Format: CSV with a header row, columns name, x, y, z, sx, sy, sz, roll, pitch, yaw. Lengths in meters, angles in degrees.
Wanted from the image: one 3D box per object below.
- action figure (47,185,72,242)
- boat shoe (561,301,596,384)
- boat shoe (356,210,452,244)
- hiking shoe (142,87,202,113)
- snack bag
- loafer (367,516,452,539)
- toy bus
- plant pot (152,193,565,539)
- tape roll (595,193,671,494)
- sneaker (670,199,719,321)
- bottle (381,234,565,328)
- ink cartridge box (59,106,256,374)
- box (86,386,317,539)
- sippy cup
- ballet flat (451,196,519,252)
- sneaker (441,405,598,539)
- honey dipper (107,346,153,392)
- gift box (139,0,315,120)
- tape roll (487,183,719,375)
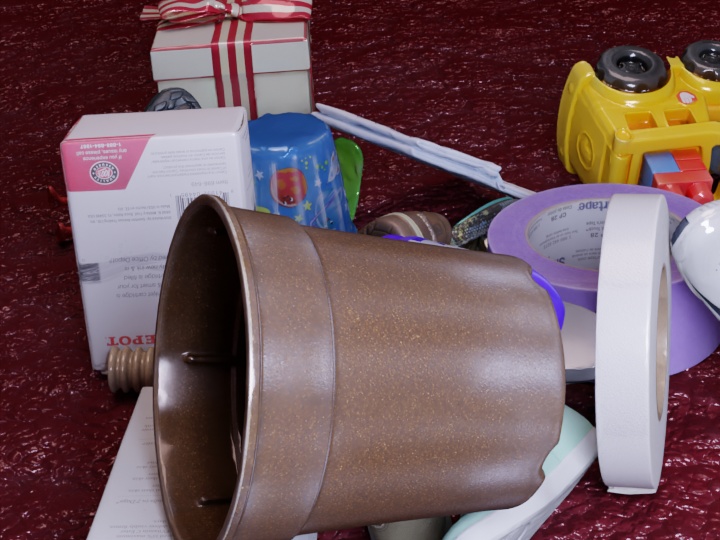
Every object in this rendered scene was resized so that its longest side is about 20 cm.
name,x,y,z,sx,sy,sz,roll,pitch,yaw
action figure,-0.203,-0.086,1.443,0.198,0.099,0.066,-13,69,-19
boat shoe,0.105,0.068,1.133,0.197,0.066,0.072,0,44,20
boat shoe,0.003,0.006,1.195,0.074,0.075,0.201,-23,-1,-41
hiking shoe,-0.181,-0.071,1.289,0.073,0.202,0.087,0,26,-24
snack bag,0.075,-0.107,1.391,0.198,0.022,0.188,19,4,-35
loafer,0.012,0.101,0.994,0.074,0.070,0.201,-22,55,-4
toy bus,0.309,-0.116,1.406,0.197,0.137,0.193,-7,40,-11
plant pot,-0.002,0.063,0.841,0.196,0.203,0.200,3,23,-22
tape roll,0.190,0.049,1.008,0.037,0.205,0.203,1,27,15
sneaker,0.300,0.044,1.047,0.079,0.200,0.130,-31,39,7
bottle,0.051,0.015,1.030,0.199,0.083,0.066,16,75,53
ink cartridge box,-0.155,-0.024,1.198,0.143,0.203,0.085,-3,21,2
box,-0.094,0.166,0.935,0.123,0.099,0.201,-1,27,5
sippy cup,-0.070,-0.071,1.354,0.138,0.132,0.178,-1,27,5
ballet flat,0.087,-0.003,1.290,0.199,0.075,0.074,-26,34,-33
sneaker,0.075,0.127,0.971,0.118,0.074,0.200,40,33,13
honey dipper,-0.102,0.082,1.174,0.197,0.038,0.038,2,27,2
gift box,-0.137,-0.205,1.562,0.182,0.189,0.201,-6,28,-5
tape roll,0.204,0.006,1.218,0.197,0.086,0.201,-3,28,1
